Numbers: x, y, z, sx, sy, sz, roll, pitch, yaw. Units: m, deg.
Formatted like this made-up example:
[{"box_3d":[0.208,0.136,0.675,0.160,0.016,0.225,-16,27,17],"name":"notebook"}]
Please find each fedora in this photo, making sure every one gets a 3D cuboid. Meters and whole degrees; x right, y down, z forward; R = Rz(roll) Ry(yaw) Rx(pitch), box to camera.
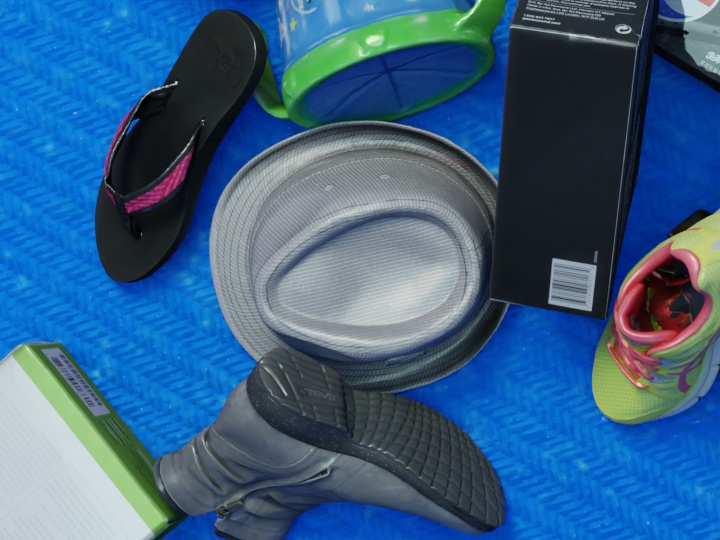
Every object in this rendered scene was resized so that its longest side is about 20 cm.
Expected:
[{"box_3d":[0.000,0.000,1.504,0.199,0.090,0.178,-5,101,5],"name":"fedora"}]

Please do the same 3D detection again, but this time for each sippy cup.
[{"box_3d":[0.003,-0.173,1.509,0.177,0.140,0.131,-15,76,-1],"name":"sippy cup"}]

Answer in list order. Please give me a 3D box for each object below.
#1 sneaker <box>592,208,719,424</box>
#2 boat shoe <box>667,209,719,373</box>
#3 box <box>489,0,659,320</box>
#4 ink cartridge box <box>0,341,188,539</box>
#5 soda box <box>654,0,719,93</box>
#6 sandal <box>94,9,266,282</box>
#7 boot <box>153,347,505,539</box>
[{"box_3d":[0.178,0.029,1.454,0.078,0.090,0.200,53,141,22],"name":"sneaker"},{"box_3d":[0.253,0.053,1.490,0.074,0.076,0.200,-44,77,17],"name":"boat shoe"},{"box_3d":[0.128,-0.095,1.431,0.078,0.141,0.201,11,131,10],"name":"box"},{"box_3d":[-0.233,0.163,1.559,0.200,0.076,0.148,-40,84,7],"name":"ink cartridge box"},{"box_3d":[0.191,-0.167,1.504,0.199,0.071,0.064,32,93,7],"name":"soda box"},{"box_3d":[-0.126,-0.078,1.529,0.075,0.045,0.200,45,121,25],"name":"sandal"},{"box_3d":[-0.019,0.132,1.531,0.200,0.070,0.132,31,126,-19],"name":"boot"}]
